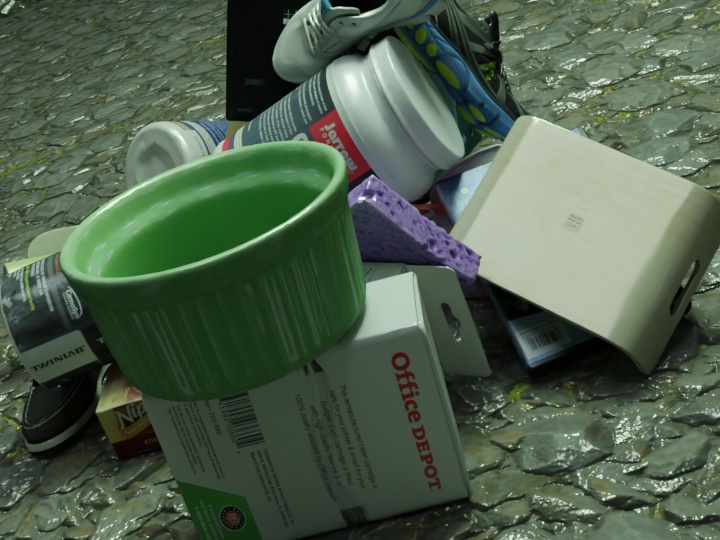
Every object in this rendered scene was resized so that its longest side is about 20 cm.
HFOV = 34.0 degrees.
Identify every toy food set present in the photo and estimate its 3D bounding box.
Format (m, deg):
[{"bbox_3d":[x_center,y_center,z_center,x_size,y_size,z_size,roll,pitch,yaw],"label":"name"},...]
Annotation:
[{"bbox_3d":[0.172,-0.024,0.935,0.198,0.061,0.145,26,75,26],"label":"toy food set"}]

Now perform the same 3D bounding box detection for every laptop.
[{"bbox_3d":[-0.029,-0.249,1.157,0.184,0.204,0.116,4,13,8],"label":"laptop"}]

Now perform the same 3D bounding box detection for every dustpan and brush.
[{"bbox_3d":[0.100,-0.070,1.146,0.200,0.058,0.139,-41,-26,27],"label":"dustpan and brush"}]

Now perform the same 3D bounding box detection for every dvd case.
[{"bbox_3d":[0.163,-0.021,0.972,0.141,0.018,0.202,-21,56,-5],"label":"dvd case"}]

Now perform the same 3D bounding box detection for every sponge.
[{"bbox_3d":[0.000,0.000,0.951,0.199,0.111,0.030,-33,28,54],"label":"sponge"}]

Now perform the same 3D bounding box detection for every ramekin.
[{"bbox_3d":[-0.091,-0.001,0.789,0.197,0.099,0.201,-15,24,7],"label":"ramekin"}]

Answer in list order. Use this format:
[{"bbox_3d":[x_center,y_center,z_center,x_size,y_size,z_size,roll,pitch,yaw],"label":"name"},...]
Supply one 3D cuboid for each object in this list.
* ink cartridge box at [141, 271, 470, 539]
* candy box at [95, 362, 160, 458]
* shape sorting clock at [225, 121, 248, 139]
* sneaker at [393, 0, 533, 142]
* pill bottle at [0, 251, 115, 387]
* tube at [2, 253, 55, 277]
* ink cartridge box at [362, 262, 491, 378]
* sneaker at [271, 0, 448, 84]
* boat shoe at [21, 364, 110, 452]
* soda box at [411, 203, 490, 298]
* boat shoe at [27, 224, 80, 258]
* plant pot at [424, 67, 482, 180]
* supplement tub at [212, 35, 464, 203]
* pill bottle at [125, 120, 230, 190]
[{"bbox_3d":[-0.034,0.103,0.833,0.197,0.148,0.084,-14,26,6],"label":"ink cartridge box"},{"bbox_3d":[-0.160,0.075,1.061,0.114,0.056,0.201,-15,27,8],"label":"candy box"},{"bbox_3d":[-0.044,-0.105,1.176,0.197,0.204,0.039,-8,10,20],"label":"shape sorting clock"},{"bbox_3d":[0.112,-0.192,1.089,0.083,0.200,0.071,-48,23,-13],"label":"sneaker"},{"bbox_3d":[-0.200,0.016,1.017,0.197,0.107,0.107,-23,27,0],"label":"pill bottle"},{"bbox_3d":[-0.259,-0.001,1.196,0.197,0.053,0.058,-12,3,-25],"label":"tube"},{"bbox_3d":[-0.009,0.058,0.928,0.197,0.116,0.068,1,39,34],"label":"ink cartridge box"},{"bbox_3d":[-0.018,-0.225,1.030,0.199,0.076,0.086,-27,-10,38],"label":"sneaker"},{"bbox_3d":[-0.274,0.089,1.101,0.071,0.061,0.202,-12,27,14],"label":"boat shoe"},{"bbox_3d":[0.082,-0.019,1.080,0.197,0.064,0.070,0,32,33],"label":"soda box"},{"bbox_3d":[-0.266,-0.023,1.306,0.196,0.072,0.063,-8,-12,1],"label":"boat shoe"},{"bbox_3d":[0.024,-0.179,1.259,0.197,0.200,0.196,-1,20,18],"label":"plant pot"},{"bbox_3d":[-0.022,-0.100,1.044,0.199,0.141,0.141,-32,22,19],"label":"supplement tub"},{"bbox_3d":[-0.147,-0.106,1.279,0.110,0.113,0.198,6,10,39],"label":"pill bottle"}]
